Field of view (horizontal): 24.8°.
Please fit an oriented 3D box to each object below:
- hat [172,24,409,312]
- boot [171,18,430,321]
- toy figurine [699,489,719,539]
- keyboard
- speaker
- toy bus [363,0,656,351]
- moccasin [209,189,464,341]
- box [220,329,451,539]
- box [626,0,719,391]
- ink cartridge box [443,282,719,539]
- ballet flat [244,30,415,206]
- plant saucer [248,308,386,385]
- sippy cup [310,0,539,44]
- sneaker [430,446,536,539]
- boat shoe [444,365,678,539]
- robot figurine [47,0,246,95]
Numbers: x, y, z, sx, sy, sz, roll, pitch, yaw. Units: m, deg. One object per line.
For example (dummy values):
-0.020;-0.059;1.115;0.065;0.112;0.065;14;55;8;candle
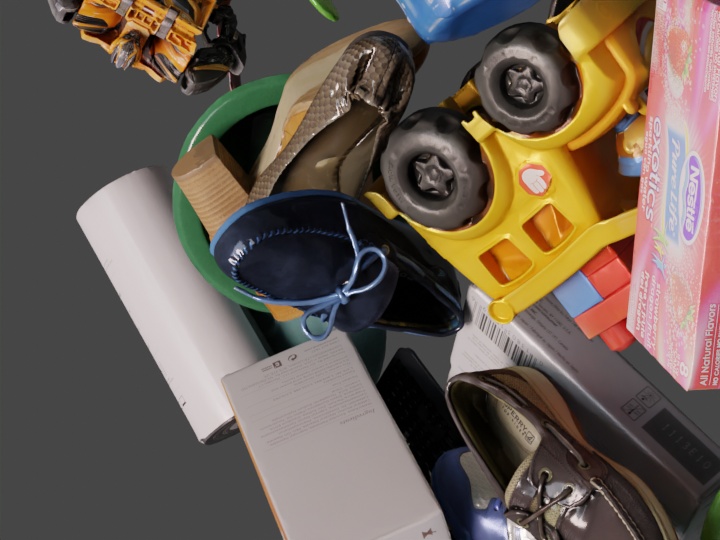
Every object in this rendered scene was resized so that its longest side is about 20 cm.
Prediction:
-0.052;-0.096;1.174;0.176;0.165;0.201;-103;20;-64;hat
-0.008;-0.060;1.064;0.201;0.071;0.144;-31;120;15;boot
0.227;0.185;0.845;0.199;0.184;0.151;-30;87;13;toy figurine
0.066;0.156;1.128;0.200;0.040;0.104;54;153;18;keyboard
-0.131;0.024;1.210;0.081;0.081;0.201;-42;74;43;speaker
0.132;-0.056;0.957;0.192;0.136;0.200;50;131;2;toy bus
0.000;0.000;0.981;0.081;0.199;0.068;-49;55;29;moccasin
-0.010;0.155;1.094;0.200;0.097;0.125;-120;11;-52;box
0.208;-0.047;0.855;0.095;0.102;0.201;-120;31;-68;box
0.138;0.114;1.063;0.200;0.043;0.174;45;151;23;ink cartridge box
-0.022;-0.056;0.995;0.067;0.046;0.200;22;123;-15;ballet flat
-0.066;0.028;1.232;0.199;0.036;0.201;16;115;39;plant saucer
0.054;-0.210;0.957;0.178;0.139;0.131;-33;80;51;sippy cup
0.133;0.164;1.014;0.200;0.075;0.088;37;139;17;sneaker
0.111;0.128;0.947;0.200;0.065;0.074;49;126;48;boat shoe
-0.125;-0.203;1.076;0.144;0.201;0.058;28;134;-12;robot figurine
